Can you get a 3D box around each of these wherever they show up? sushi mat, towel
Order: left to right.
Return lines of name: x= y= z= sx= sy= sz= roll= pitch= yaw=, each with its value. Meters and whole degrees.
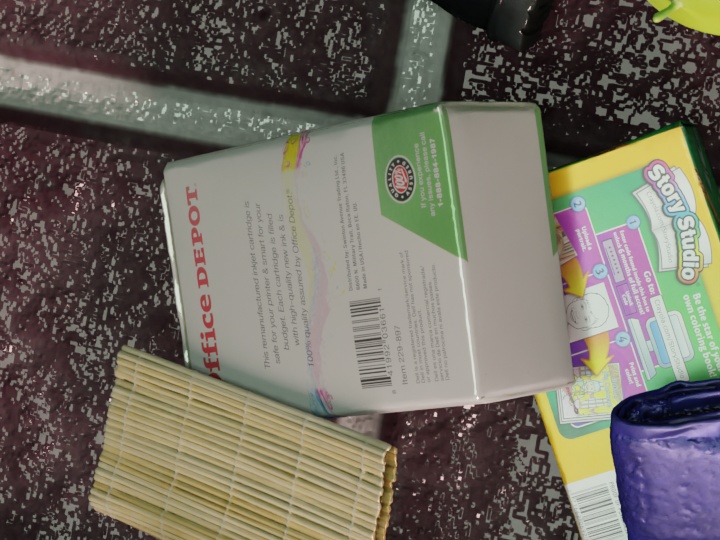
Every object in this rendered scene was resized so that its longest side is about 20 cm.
sushi mat: x=-0.063 y=0.108 z=1.116 sx=0.200 sy=0.012 sz=0.096 roll=17 pitch=100 yaw=40
towel: x=0.203 y=0.138 z=1.070 sx=0.147 sy=0.050 sz=0.200 roll=-1 pitch=123 yaw=13

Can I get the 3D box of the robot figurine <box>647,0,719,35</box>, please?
robot figurine: x=0.189 y=-0.205 z=1.063 sx=0.175 sy=0.116 sz=0.200 roll=15 pitch=82 yaw=-28

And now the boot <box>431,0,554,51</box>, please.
boot: x=0.047 y=-0.232 z=1.134 sx=0.168 sy=0.076 sz=0.200 roll=26 pitch=105 yaw=11

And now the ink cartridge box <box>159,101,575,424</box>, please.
ink cartridge box: x=0.000 y=0.000 z=1.117 sx=0.200 sy=0.087 sz=0.146 roll=-9 pitch=88 yaw=41

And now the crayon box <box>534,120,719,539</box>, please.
crayon box: x=0.146 y=0.036 z=1.124 sx=0.119 sy=0.058 sz=0.200 roll=-19 pitch=86 yaw=16
